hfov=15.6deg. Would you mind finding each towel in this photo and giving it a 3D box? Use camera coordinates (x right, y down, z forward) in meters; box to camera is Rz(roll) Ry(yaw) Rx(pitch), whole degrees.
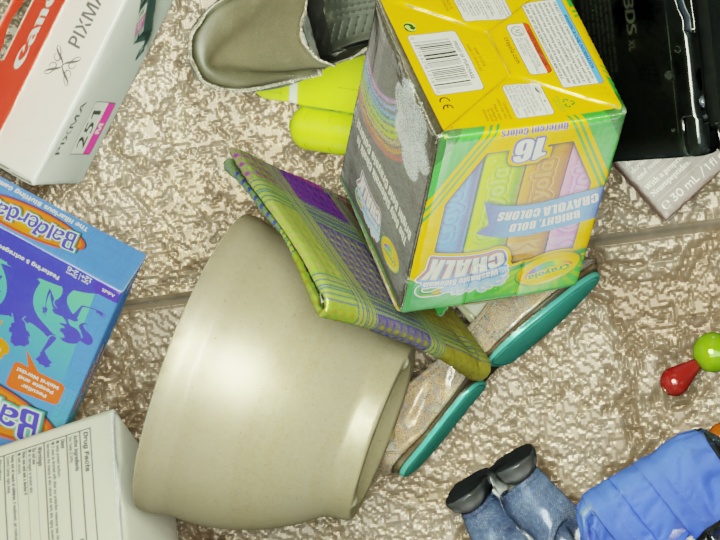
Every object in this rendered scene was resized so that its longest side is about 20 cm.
[{"bbox_3d":[0.000,0.000,1.646,0.023,0.200,0.144,-43,59,15],"label":"towel"}]

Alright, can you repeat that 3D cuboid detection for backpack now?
[{"bbox_3d":[0.210,0.205,1.622,0.167,0.200,0.163,-27,138,-3],"label":"backpack"}]

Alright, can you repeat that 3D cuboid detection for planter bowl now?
[{"bbox_3d":[-0.045,0.082,1.672,0.134,0.200,0.201,21,98,8],"label":"planter bowl"}]

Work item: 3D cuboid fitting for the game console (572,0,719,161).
[{"bbox_3d":[0.202,-0.175,1.648,0.175,0.116,0.201,-3,97,35],"label":"game console"}]

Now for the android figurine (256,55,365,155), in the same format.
[{"bbox_3d":[-0.012,-0.165,1.693,0.199,0.041,0.183,12,106,26],"label":"android figurine"}]

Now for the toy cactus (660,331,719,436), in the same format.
[{"bbox_3d":[0.307,0.073,1.696,0.165,0.200,0.102,-44,136,-19],"label":"toy cactus"}]

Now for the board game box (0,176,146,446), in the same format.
[{"bbox_3d":[-0.241,0.032,1.717,0.152,0.045,0.200,28,132,1],"label":"board game box"}]

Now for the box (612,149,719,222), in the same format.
[{"bbox_3d":[0.167,-0.139,1.699,0.100,0.075,0.200,-43,90,9],"label":"box"}]

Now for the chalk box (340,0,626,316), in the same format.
[{"bbox_3d":[0.069,-0.060,1.608,0.123,0.125,0.200,-9,141,-18],"label":"chalk box"}]

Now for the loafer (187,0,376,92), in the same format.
[{"bbox_3d":[-0.031,-0.159,1.640,0.199,0.070,0.076,-17,92,28],"label":"loafer"}]

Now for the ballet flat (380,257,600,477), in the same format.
[{"bbox_3d":[0.069,0.048,1.736,0.200,0.068,0.067,-45,75,7],"label":"ballet flat"}]

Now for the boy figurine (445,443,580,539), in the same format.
[{"bbox_3d":[0.142,0.213,1.750,0.124,0.064,0.200,-34,94,8],"label":"boy figurine"}]

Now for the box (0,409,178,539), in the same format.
[{"bbox_3d":[-0.226,0.195,1.722,0.199,0.128,0.109,-18,139,11],"label":"box"}]

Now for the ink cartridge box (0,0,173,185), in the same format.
[{"bbox_3d":[-0.179,-0.150,1.672,0.043,0.174,0.201,29,99,9],"label":"ink cartridge box"}]
